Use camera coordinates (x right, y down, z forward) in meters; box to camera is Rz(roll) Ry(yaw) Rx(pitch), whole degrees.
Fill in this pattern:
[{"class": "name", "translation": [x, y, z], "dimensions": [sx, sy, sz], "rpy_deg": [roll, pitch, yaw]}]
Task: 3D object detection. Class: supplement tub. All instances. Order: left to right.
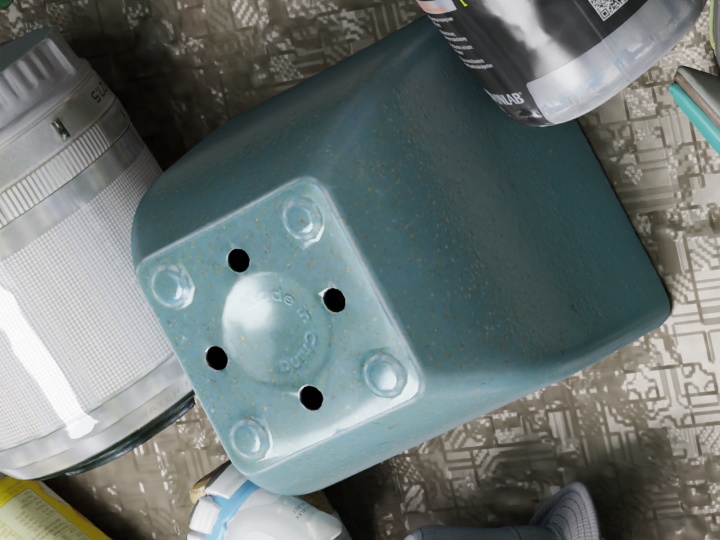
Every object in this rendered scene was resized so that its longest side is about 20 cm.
[{"class": "supplement tub", "translation": [0.063, -0.177, 1.348], "dimensions": [0.122, 0.123, 0.200], "rpy_deg": [-28, 112, 29]}]

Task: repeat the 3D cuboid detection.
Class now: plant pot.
[{"class": "plant pot", "translation": [0.000, 0.000, 1.417], "dimensions": [0.196, 0.200, 0.197], "rpy_deg": [-26, 93, 29]}]

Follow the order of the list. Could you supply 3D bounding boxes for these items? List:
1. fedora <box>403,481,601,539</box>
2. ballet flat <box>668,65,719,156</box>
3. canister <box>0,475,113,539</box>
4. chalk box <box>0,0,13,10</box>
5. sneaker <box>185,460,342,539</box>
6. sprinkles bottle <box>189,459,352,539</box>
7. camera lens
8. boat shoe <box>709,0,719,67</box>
[{"class": "fedora", "translation": [0.049, 0.196, 1.459], "dimensions": [0.090, 0.177, 0.201], "rpy_deg": [12, 115, -9]}, {"class": "ballet flat", "translation": [0.229, -0.031, 1.386], "dimensions": [0.064, 0.067, 0.200], "rpy_deg": [-37, 88, 2]}, {"class": "canister", "translation": [-0.154, 0.225, 1.626], "dimensions": [0.200, 0.086, 0.149], "rpy_deg": [38, 119, 12]}, {"class": "chalk box", "translation": [-0.215, -0.227, 1.465], "dimensions": [0.123, 0.125, 0.200], "rpy_deg": [-10, 130, 38]}, {"class": "sneaker", "translation": [-0.040, 0.199, 1.483], "dimensions": [0.086, 0.075, 0.201], "rpy_deg": [18, 126, 29]}, {"class": "sprinkles bottle", "translation": [-0.017, 0.188, 1.558], "dimensions": [0.068, 0.068, 0.201], "rpy_deg": [-28, 92, 29]}, {"class": "camera lens", "translation": [-0.167, -0.004, 1.503], "dimensions": [0.159, 0.160, 0.201], "rpy_deg": [-25, 105, 29]}, {"class": "boat shoe", "translation": [0.211, -0.179, 1.340], "dimensions": [0.071, 0.061, 0.202], "rpy_deg": [19, 113, 20]}]
